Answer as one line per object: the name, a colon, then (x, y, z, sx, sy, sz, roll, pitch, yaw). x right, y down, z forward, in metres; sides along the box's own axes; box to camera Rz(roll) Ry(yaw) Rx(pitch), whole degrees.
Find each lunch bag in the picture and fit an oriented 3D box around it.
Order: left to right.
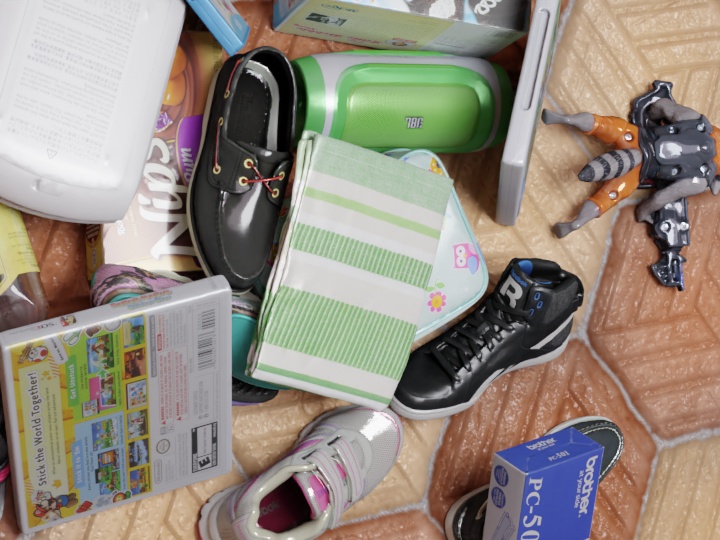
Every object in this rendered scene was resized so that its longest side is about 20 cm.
lunch bag: (0.000, 0.000, 1.500, 0.199, 0.077, 0.162, -28, 104, -11)

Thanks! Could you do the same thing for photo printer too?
photo printer: (-0.233, -0.142, 1.365, 0.165, 0.069, 0.202, 19, 75, -23)

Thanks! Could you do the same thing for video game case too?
video game case: (-0.186, 0.106, 1.373, 0.180, 0.023, 0.201, -15, 133, -21)
video game case: (-0.159, -0.266, 1.440, 0.018, 0.143, 0.201, -37, 101, 6)
video game case: (0.148, -0.150, 1.540, 0.022, 0.200, 0.184, 12, 78, 5)

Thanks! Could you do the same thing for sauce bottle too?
sauce bottle: (-0.281, 0.006, 1.381, 0.065, 0.066, 0.202, -18, 83, -25)

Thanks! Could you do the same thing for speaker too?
speaker: (0.031, -0.145, 1.540, 0.198, 0.088, 0.090, -2, 85, -25)

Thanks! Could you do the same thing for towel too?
towel: (-0.009, 0.003, 1.425, 0.151, 0.023, 0.202, 17, 84, -33)

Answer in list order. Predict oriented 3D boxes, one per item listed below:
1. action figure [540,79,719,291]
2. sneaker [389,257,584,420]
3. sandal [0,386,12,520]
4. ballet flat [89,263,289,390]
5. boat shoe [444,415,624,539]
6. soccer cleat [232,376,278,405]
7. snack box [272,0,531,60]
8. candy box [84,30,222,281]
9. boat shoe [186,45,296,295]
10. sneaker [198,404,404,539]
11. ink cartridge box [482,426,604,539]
action figure: (0.272, -0.078, 1.636, 0.191, 0.105, 0.202, -11, 89, -17)
sneaker: (0.108, 0.047, 1.534, 0.199, 0.113, 0.073, -25, 54, -31)
sandal: (-0.299, 0.132, 1.381, 0.074, 0.045, 0.202, 19, 77, -22)
ballet flat: (-0.126, 0.035, 1.418, 0.198, 0.069, 0.072, 20, 33, -27)
boat shoe: (0.169, 0.196, 1.579, 0.199, 0.060, 0.076, -35, 101, -23)
soccer cleat: (-0.157, 0.088, 1.449, 0.199, 0.073, 0.069, 6, 51, -40)
snack box: (0.034, -0.222, 1.522, 0.198, 0.116, 0.038, 7, 80, -18)
candy box: (-0.170, -0.094, 1.459, 0.115, 0.056, 0.202, -1, 83, -24)
boat shoe: (-0.092, -0.083, 1.415, 0.073, 0.063, 0.204, 15, 69, -29)
sneaker: (-0.036, 0.180, 1.472, 0.199, 0.088, 0.082, -36, 99, -24)
ink cartridge box: (0.149, 0.241, 1.518, 0.093, 0.044, 0.202, -13, 119, -36)
